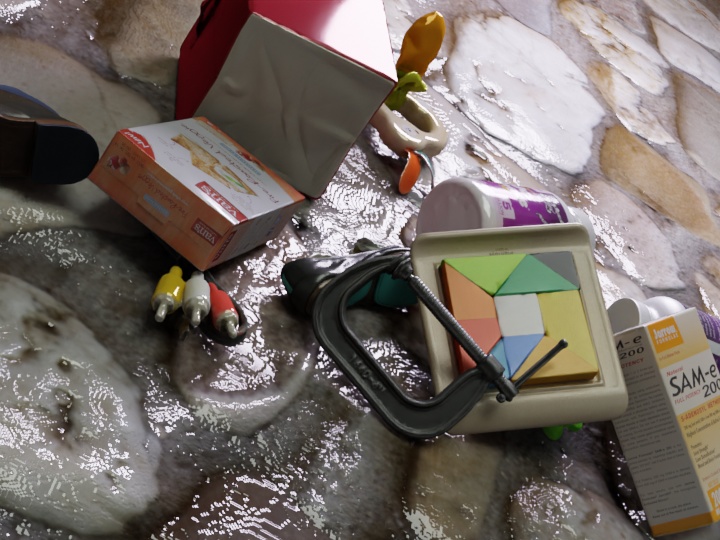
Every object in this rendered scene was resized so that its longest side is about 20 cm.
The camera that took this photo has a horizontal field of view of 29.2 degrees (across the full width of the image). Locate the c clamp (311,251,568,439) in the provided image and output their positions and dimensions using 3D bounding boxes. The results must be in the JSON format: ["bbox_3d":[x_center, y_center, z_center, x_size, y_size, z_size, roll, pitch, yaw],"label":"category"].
[{"bbox_3d":[0.061,0.060,1.266,0.200,0.171,0.027,43,-13,3],"label":"c clamp"}]

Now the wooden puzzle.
[{"bbox_3d":[0.152,0.050,1.320,0.185,0.037,0.200,-4,68,-10],"label":"wooden puzzle"}]

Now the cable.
[{"bbox_3d":[-0.143,-0.004,1.217,0.097,0.050,0.200,18,34,-25],"label":"cable"}]

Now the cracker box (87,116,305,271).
[{"bbox_3d":[-0.145,-0.076,1.271,0.134,0.058,0.200,39,18,6],"label":"cracker box"}]

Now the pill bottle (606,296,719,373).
[{"bbox_3d":[0.361,0.099,1.535,0.200,0.113,0.113,22,33,-23],"label":"pill bottle"}]

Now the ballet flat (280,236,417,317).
[{"bbox_3d":[0.000,0.000,1.351,0.068,0.068,0.200,40,27,31],"label":"ballet flat"}]

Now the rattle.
[{"bbox_3d":[0.080,-0.193,1.637,0.130,0.143,0.200,44,19,-25],"label":"rattle"}]

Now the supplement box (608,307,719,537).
[{"bbox_3d":[0.314,0.148,1.377,0.126,0.073,0.200,-13,82,-52],"label":"supplement box"}]

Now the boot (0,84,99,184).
[{"bbox_3d":[-0.333,-0.124,1.198,0.200,0.075,0.097,13,15,-26],"label":"boot"}]

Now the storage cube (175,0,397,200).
[{"bbox_3d":[-0.079,-0.215,1.461,0.200,0.171,0.180,24,32,-21],"label":"storage cube"}]

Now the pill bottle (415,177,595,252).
[{"bbox_3d":[0.167,-0.039,1.528,0.200,0.112,0.112,5,42,-42],"label":"pill bottle"}]

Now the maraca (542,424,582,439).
[{"bbox_3d":[0.179,0.077,1.389,0.137,0.107,0.200,26,46,-19],"label":"maraca"}]
